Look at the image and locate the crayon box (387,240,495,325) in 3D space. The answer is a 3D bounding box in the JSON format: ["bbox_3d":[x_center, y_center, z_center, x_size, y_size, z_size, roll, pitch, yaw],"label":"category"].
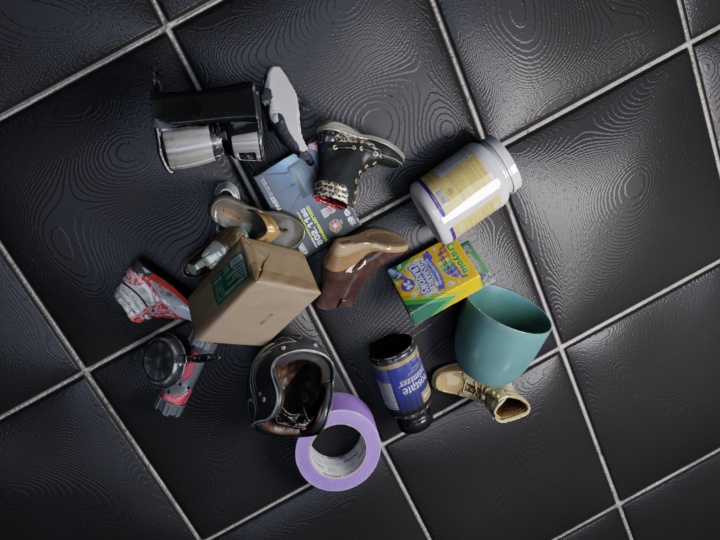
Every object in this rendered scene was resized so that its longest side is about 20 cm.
[{"bbox_3d":[0.170,0.011,1.291,0.196,0.127,0.052,-28,142,-1],"label":"crayon box"}]

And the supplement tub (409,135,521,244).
[{"bbox_3d":[0.213,-0.166,1.239,0.197,0.146,0.147,-34,108,2],"label":"supplement tub"}]

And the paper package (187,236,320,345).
[{"bbox_3d":[-0.209,0.050,1.182,0.199,0.105,0.188,-41,150,26],"label":"paper package"}]

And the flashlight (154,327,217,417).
[{"bbox_3d":[-0.373,0.209,1.297,0.067,0.067,0.204,29,99,22],"label":"flashlight"}]

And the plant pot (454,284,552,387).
[{"bbox_3d":[0.294,0.150,1.323,0.195,0.202,0.165,13,114,-12],"label":"plant pot"}]

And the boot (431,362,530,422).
[{"bbox_3d":[0.268,0.276,1.368,0.194,0.156,0.075,8,105,-11],"label":"boot"}]

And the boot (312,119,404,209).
[{"bbox_3d":[-0.006,-0.189,1.191,0.199,0.073,0.159,16,74,-31],"label":"boot"}]

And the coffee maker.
[{"bbox_3d":[-0.281,-0.291,1.130,0.194,0.135,0.198,-9,107,-7],"label":"coffee maker"}]

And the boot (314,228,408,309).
[{"bbox_3d":[0.000,0.000,1.300,0.195,0.073,0.170,-6,130,-31],"label":"boot"}]

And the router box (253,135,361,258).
[{"bbox_3d":[-0.108,-0.146,1.236,0.147,0.062,0.203,-29,108,2],"label":"router box"}]

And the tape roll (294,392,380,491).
[{"bbox_3d":[-0.055,0.390,1.387,0.193,0.085,0.207,-2,105,-8],"label":"tape roll"}]

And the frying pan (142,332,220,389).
[{"bbox_3d":[-0.384,0.201,1.259,0.186,0.031,0.118,18,92,23],"label":"frying pan"}]

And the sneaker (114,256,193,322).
[{"bbox_3d":[-0.407,0.074,1.251,0.200,0.067,0.109,39,98,-13],"label":"sneaker"}]

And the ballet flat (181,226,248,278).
[{"bbox_3d":[-0.291,-0.025,1.181,0.197,0.072,0.069,-20,104,44],"label":"ballet flat"}]

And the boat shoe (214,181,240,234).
[{"bbox_3d":[-0.263,-0.073,1.227,0.068,0.072,0.207,-7,107,-7],"label":"boat shoe"}]

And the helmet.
[{"bbox_3d":[-0.147,0.236,1.272,0.194,0.201,0.196,9,62,-11],"label":"helmet"}]

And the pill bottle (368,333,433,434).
[{"bbox_3d":[0.097,0.256,1.358,0.109,0.112,0.205,-20,108,-2],"label":"pill bottle"}]

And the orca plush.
[{"bbox_3d":[-0.148,-0.286,1.173,0.071,0.104,0.203,-33,87,46],"label":"orca plush"}]

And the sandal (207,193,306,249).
[{"bbox_3d":[-0.199,-0.090,1.174,0.196,0.055,0.083,24,98,-20],"label":"sandal"}]
